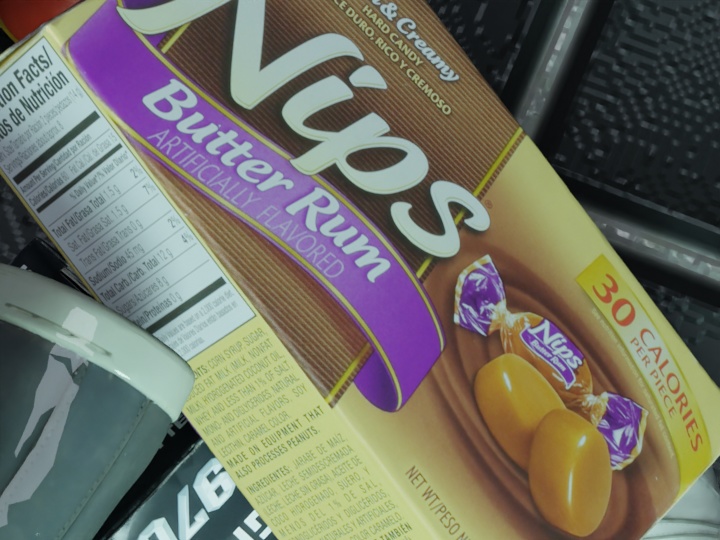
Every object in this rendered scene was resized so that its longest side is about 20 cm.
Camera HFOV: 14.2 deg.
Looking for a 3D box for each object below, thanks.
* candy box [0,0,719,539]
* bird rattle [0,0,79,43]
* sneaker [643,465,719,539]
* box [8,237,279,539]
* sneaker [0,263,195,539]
[{"bbox_3d":[0.000,0.000,0.765,0.200,0.056,0.117,54,48,-4],"label":"candy box"},{"bbox_3d":[-0.103,-0.100,0.852,0.163,0.200,0.113,2,77,-17],"label":"bird rattle"},{"bbox_3d":[0.018,0.094,0.846,0.200,0.078,0.099,-24,79,2],"label":"sneaker"},{"bbox_3d":[-0.121,0.096,0.826,0.200,0.159,0.046,-47,121,-5],"label":"box"},{"bbox_3d":[-0.126,0.052,0.761,0.075,0.200,0.106,36,75,-22],"label":"sneaker"}]
